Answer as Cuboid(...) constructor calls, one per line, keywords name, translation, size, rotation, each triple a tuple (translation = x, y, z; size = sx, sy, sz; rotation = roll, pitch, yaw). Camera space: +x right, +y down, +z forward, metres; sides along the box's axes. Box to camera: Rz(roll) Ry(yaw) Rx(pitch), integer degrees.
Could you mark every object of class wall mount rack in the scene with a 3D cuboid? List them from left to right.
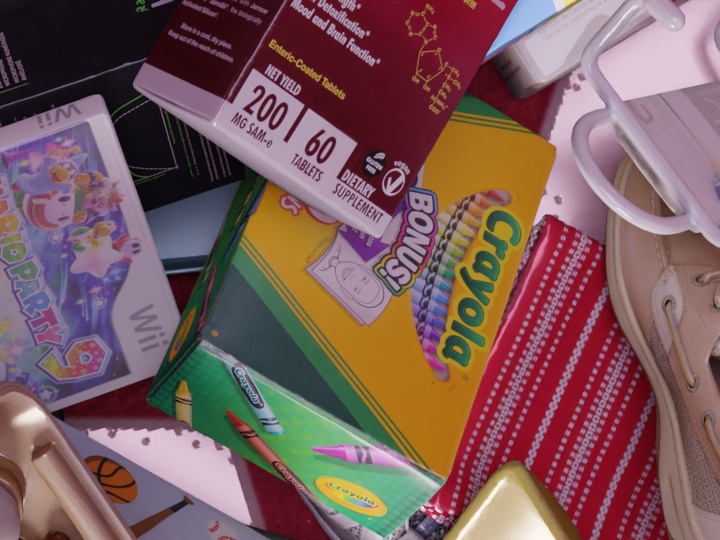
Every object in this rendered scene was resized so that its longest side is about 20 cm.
Cuboid(name="wall mount rack", translation=(0.186, -0.047, 1.267), size=(0.174, 0.200, 0.075), rotation=(53, 125, 16))

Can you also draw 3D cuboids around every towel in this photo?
Cuboid(name="towel", translation=(0.130, 0.083, 1.313), size=(0.200, 0.022, 0.145), rotation=(30, 80, -22))

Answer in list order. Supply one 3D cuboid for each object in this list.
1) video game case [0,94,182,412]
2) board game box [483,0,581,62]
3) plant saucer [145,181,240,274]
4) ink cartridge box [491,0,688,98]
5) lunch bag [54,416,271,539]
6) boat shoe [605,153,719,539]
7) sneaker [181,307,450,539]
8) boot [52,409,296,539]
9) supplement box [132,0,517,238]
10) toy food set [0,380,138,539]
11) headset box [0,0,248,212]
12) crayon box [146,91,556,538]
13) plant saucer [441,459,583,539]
Cuboid(name="video game case", translation=(-0.180, 0.017, 1.211), size=(0.200, 0.018, 0.143), rotation=(-20, 132, -4))
Cuboid(name="board game box", translation=(0.062, -0.182, 1.261), size=(0.200, 0.040, 0.153), rotation=(-33, 90, -4))
Cuboid(name="plant saucer", translation=(-0.117, -0.029, 1.334), size=(0.199, 0.019, 0.070), rotation=(-6, 88, -4))
Cuboid(name="ink cartridge box", translation=(0.082, -0.199, 1.326), size=(0.147, 0.086, 0.200), rotation=(-31, 89, -5))
Cuboid(name="lunch bag", translation=(-0.150, 0.173, 1.231), size=(0.170, 0.124, 0.200), rotation=(32, 119, -7))
Cuboid(name="boat shoe", translation=(0.156, 0.031, 1.267), size=(0.072, 0.065, 0.201), rotation=(8, 62, -32))
Cuboid(name="sneaker", translation=(-0.001, 0.082, 1.305), size=(0.200, 0.082, 0.075), rotation=(37, 85, -2))
Cuboid(name="boot", translation=(-0.092, 0.106, 1.302), size=(0.200, 0.073, 0.182), rotation=(18, 100, 3))
Cuboid(name="supplement box", translation=(0.009, -0.127, 1.179), size=(0.109, 0.061, 0.200), rotation=(33, 85, -43))
Cuboid(name="toy food set", translation=(-0.143, 0.152, 1.125), size=(0.143, 0.060, 0.200), rotation=(-28, 106, 13))
Cuboid(name="headset box", translation=(-0.171, -0.095, 1.255), size=(0.200, 0.093, 0.174), rotation=(-18, 51, -5))
Cuboid(name="crayon box", translation=(0.000, 0.000, 1.264), size=(0.119, 0.058, 0.200), rotation=(30, 49, -11))
Cuboid(name="plant saucer", translation=(0.075, 0.215, 1.246), size=(0.048, 0.200, 0.200), rotation=(3, 44, -40))
